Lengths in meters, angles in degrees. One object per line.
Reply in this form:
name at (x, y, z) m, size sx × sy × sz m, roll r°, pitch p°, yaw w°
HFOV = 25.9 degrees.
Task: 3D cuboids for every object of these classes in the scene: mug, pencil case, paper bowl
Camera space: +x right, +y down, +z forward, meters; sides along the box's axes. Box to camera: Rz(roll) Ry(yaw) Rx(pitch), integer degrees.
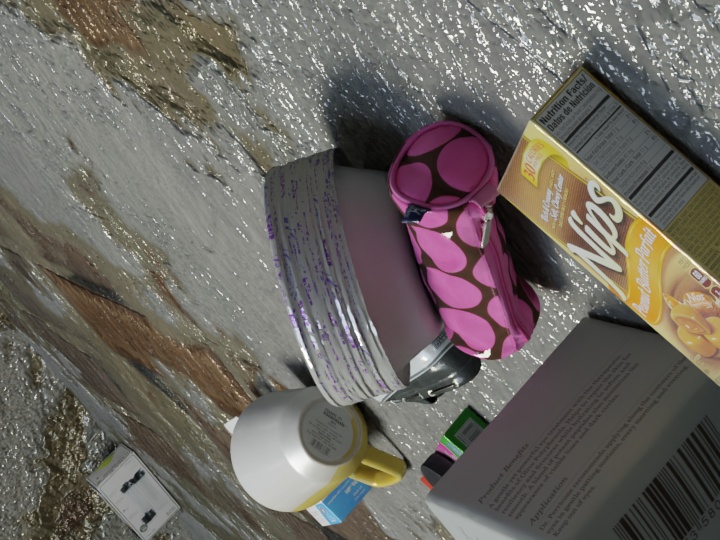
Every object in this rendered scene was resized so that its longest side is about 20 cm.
mug at (-0.048, 0.202, 1.888) m, size 0.153 × 0.185 × 0.151 m, roll -34°, pitch 69°, yaw 63°
pencil case at (0.083, -0.014, 1.169) m, size 0.093 × 0.091 × 0.201 m, roll 25°, pitch 157°, yaw 33°
paper bowl at (0.000, 0.000, 1.258) m, size 0.201 × 0.103 × 0.203 m, roll -17°, pitch -90°, yaw -81°

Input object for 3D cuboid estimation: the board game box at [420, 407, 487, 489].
board game box at (0.142, 0.234, 1.644) m, size 0.153 × 0.040 × 0.200 m, roll 41°, pitch 161°, yaw 11°

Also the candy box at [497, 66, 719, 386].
candy box at (0.184, -0.024, 0.976) m, size 0.200 × 0.055 × 0.116 m, roll 41°, pitch 162°, yaw 9°

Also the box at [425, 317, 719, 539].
box at (0.200, 0.179, 1.151) m, size 0.201 × 0.199 × 0.171 m, roll 53°, pitch 160°, yaw -26°

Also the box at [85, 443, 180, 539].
box at (-0.503, 0.494, 3.467) m, size 0.060 × 0.117 × 0.201 m, roll 23°, pitch 154°, yaw 52°

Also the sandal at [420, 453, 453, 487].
sandal at (0.134, 0.258, 1.578) m, size 0.199 × 0.043 × 0.076 m, roll 30°, pitch 157°, yaw 37°

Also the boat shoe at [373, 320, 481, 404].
boat shoe at (0.060, 0.101, 1.494) m, size 0.057 × 0.069 × 0.200 m, roll 43°, pitch 160°, yaw -1°

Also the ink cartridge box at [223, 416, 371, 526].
ink cartridge box at (-0.088, 0.253, 2.132) m, size 0.200 × 0.068 × 0.116 m, roll 45°, pitch 162°, yaw -3°
